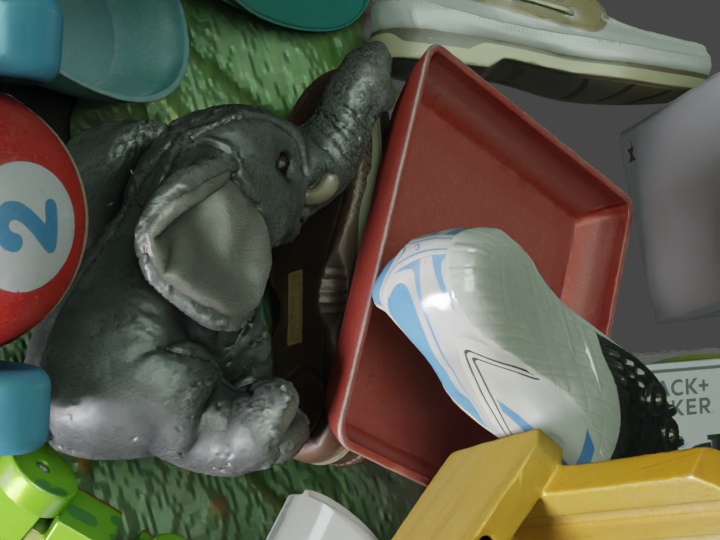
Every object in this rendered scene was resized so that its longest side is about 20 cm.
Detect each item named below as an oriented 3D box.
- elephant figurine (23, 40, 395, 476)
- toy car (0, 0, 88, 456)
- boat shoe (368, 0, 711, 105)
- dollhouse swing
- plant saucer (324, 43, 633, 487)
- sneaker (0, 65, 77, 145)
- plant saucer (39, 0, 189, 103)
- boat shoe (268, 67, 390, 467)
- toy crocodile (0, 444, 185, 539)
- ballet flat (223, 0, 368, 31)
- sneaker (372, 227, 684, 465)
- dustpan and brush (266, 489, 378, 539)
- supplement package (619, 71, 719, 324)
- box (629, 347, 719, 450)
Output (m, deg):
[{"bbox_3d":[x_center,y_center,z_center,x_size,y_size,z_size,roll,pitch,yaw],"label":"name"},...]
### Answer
[{"bbox_3d":[-0.078,-0.016,0.755,0.141,0.155,0.201,10,97,15],"label":"elephant figurine"},{"bbox_3d":[-0.203,-0.019,0.600,0.176,0.200,0.185,2,92,4],"label":"toy car"},{"bbox_3d":[0.103,-0.133,0.901,0.199,0.075,0.069,6,82,-17],"label":"boat shoe"},{"bbox_3d":[0.121,0.184,0.703,0.200,0.176,0.182,41,76,-20],"label":"dollhouse swing"},{"bbox_3d":[0.059,0.019,0.832,0.199,0.037,0.201,31,67,-45],"label":"plant saucer"},{"bbox_3d":[-0.187,-0.102,0.800,0.091,0.076,0.201,-10,77,-42],"label":"sneaker"},{"bbox_3d":[-0.163,-0.156,0.784,0.200,0.036,0.200,43,28,-30],"label":"plant saucer"},{"bbox_3d":[-0.005,0.001,0.844,0.075,0.075,0.203,18,73,-43],"label":"boat shoe"},{"bbox_3d":[-0.130,0.131,0.771,0.200,0.062,0.068,38,108,-10],"label":"toy crocodile"},{"bbox_3d":[-0.074,-0.179,0.834,0.200,0.067,0.071,12,38,-47],"label":"ballet flat"},{"bbox_3d":[0.083,0.056,0.762,0.200,0.072,0.072,48,57,-24],"label":"sneaker"},{"bbox_3d":[0.006,0.202,0.784,0.200,0.057,0.140,33,79,-23],"label":"dustpan and brush"},{"bbox_3d":[0.265,-0.046,0.917,0.199,0.117,0.118,-7,81,-20],"label":"supplement package"},{"bbox_3d":[0.167,0.142,0.849,0.116,0.060,0.201,-2,91,-21],"label":"box"}]
